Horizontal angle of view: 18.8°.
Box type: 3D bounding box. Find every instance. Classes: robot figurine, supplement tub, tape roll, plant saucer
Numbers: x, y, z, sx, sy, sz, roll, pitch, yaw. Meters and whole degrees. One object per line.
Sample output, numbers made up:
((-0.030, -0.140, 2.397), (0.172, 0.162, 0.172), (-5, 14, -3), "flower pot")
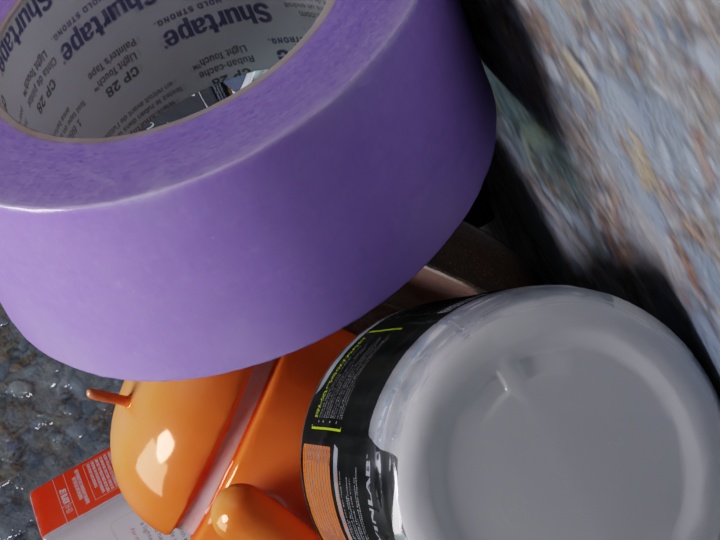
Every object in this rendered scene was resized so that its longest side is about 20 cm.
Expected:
((-0.023, 0.081, 0.943), (0.199, 0.144, 0.117), (25, 150, -5), "robot figurine")
((0.046, 0.070, 0.786), (0.123, 0.122, 0.200), (62, 169, -3), "supplement tub")
((-0.056, -0.062, 0.781), (0.200, 0.199, 0.085), (56, 173, 49), "tape roll")
((0.000, 0.000, 0.925), (0.199, 0.035, 0.200), (19, 166, 5), "plant saucer")

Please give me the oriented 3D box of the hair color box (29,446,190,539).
((-0.060, 0.118, 1.136), (0.102, 0.199, 0.061), (64, 174, -23), "hair color box")

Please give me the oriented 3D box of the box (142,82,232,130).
((-0.139, -0.158, 1.034), (0.199, 0.115, 0.132), (14, 152, 23), "box")

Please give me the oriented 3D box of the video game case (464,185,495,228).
((-0.004, -0.127, 0.936), (0.143, 0.019, 0.201), (55, 172, 52), "video game case")

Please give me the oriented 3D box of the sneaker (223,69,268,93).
((-0.034, -0.079, 0.976), (0.109, 0.070, 0.200), (57, 168, 4), "sneaker")
